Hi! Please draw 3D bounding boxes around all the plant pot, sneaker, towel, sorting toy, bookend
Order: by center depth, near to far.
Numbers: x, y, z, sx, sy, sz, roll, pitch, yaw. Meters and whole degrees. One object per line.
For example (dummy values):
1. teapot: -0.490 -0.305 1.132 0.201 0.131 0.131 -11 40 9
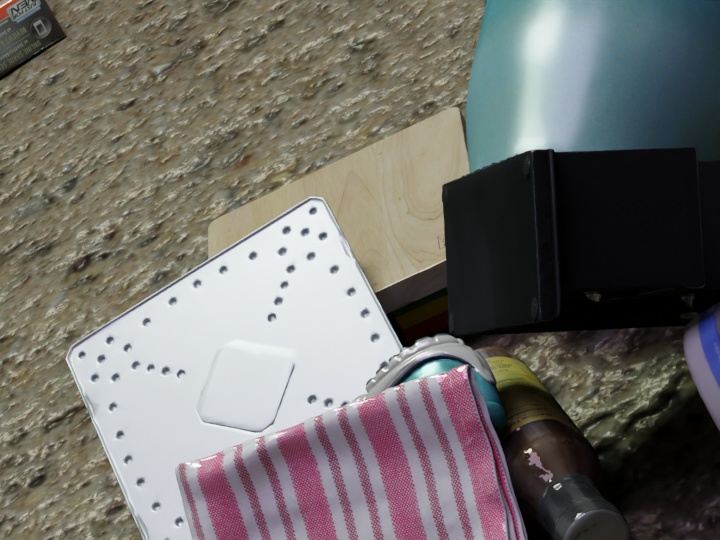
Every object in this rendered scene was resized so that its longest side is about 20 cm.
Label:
1. bookend: 0.165 -0.016 1.511 0.199 0.093 0.199 -3 -3 -13
2. towel: -0.006 0.150 1.524 0.199 0.147 0.030 -20 -11 21
3. sneaker: 0.008 0.128 1.563 0.200 0.077 0.080 -52 47 17
4. plant pot: 0.152 -0.090 1.719 0.199 0.200 0.188 -9 44 35
5. sorting toy: 0.000 0.000 1.836 0.198 0.070 0.200 -25 28 10

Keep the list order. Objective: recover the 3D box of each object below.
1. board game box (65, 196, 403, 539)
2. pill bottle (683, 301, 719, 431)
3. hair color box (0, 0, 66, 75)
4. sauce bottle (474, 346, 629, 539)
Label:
1. board game box: -0.068 0.078 1.713 0.200 0.026 0.200 -32 55 5
2. pill bottle: 0.281 0.025 1.432 0.200 0.114 0.114 -34 25 20
3. hair color box: -0.369 -0.246 2.615 0.111 0.064 0.200 -34 29 -9
4. sauce bottle: 0.101 0.111 1.560 0.065 0.065 0.200 -31 29 -2
